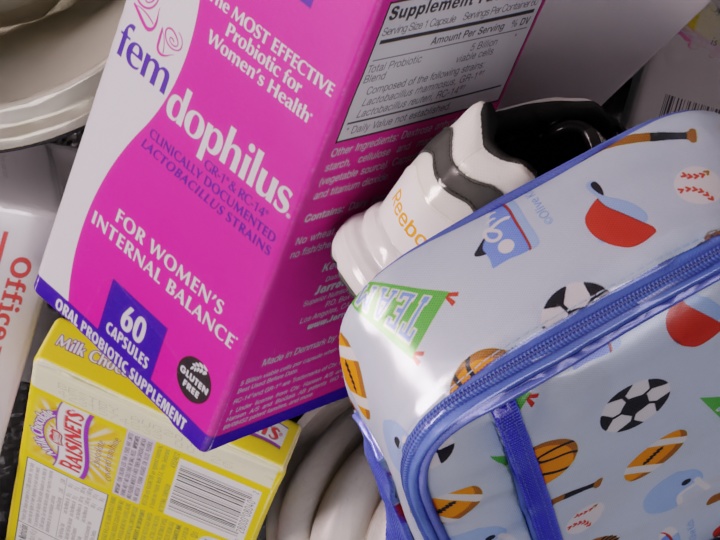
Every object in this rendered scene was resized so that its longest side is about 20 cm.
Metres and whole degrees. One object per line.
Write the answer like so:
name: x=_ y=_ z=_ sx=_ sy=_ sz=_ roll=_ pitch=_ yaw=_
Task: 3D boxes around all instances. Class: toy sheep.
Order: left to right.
toy sheep: x=0.025 y=0.110 z=0.831 sx=0.137 sy=0.200 sz=0.139 roll=-8 pitch=107 yaw=-30

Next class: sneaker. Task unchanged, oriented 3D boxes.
sneaker: x=0.081 y=-0.018 z=0.714 sx=0.199 sy=0.074 sz=0.080 roll=-7 pitch=143 yaw=-51

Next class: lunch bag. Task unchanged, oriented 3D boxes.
lunch bag: x=0.075 y=0.048 z=0.668 sx=0.159 sy=0.076 sz=0.200 roll=-30 pitch=147 yaw=-6

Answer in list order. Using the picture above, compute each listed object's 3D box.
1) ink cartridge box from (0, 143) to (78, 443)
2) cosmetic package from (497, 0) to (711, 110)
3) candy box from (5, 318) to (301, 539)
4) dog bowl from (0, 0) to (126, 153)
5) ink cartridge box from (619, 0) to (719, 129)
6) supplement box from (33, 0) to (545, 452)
ink cartridge box: x=-0.186 y=0.002 z=0.793 sx=0.198 sy=0.067 sz=0.117 roll=10 pitch=116 yaw=-22
cosmetic package: x=0.080 y=-0.109 z=0.738 sx=0.050 sy=0.083 sz=0.200 roll=27 pitch=135 yaw=-19
candy box: x=-0.090 y=0.095 z=0.833 sx=0.102 sy=0.027 sz=0.200 roll=26 pitch=147 yaw=2
dog bowl: x=-0.141 y=-0.146 z=0.725 sx=0.198 sy=0.074 sz=0.202 roll=-8 pitch=121 yaw=-13
ink cartridge box: x=0.175 y=-0.106 z=0.791 sx=0.115 sy=0.068 sz=0.201 roll=16 pitch=118 yaw=3
supplement box: x=-0.025 y=-0.052 z=0.722 sx=0.103 sy=0.101 sz=0.201 roll=-17 pitch=139 yaw=-48
